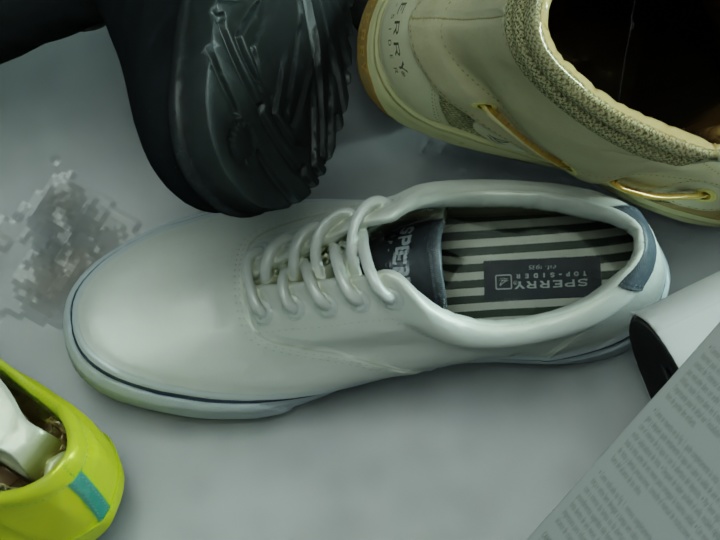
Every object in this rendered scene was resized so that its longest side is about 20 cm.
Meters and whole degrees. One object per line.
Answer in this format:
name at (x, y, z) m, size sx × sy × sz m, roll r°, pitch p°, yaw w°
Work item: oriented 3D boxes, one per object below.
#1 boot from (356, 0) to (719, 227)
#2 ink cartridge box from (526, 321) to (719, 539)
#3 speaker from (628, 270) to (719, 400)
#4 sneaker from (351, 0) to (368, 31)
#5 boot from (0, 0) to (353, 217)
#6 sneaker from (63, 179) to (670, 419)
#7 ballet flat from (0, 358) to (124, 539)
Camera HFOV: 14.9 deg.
boot at (0.114, -0.056, 0.827) m, size 0.199 × 0.155 × 0.073 m, roll 13°, pitch 87°, yaw -19°
ink cartridge box at (0.125, 0.055, 0.735) m, size 0.057 × 0.163 × 0.200 m, roll 43°, pitch 94°, yaw -17°
speaker at (0.186, 0.009, 0.863) m, size 0.199 × 0.081 × 0.082 m, roll -26°, pitch 70°, yaw -5°
sneaker at (0.079, -0.133, 0.928) m, size 0.199 × 0.074 × 0.080 m, roll -26°, pitch 65°, yaw -5°
boot at (-0.089, -0.079, 0.877) m, size 0.167 × 0.077 × 0.201 m, roll -15°, pitch 44°, yaw 23°
sneaker at (0.000, 0.000, 0.884) m, size 0.199 × 0.071 × 0.073 m, roll -8°, pitch 70°, yaw 1°
ballet flat at (-0.162, 0.025, 0.890) m, size 0.199 × 0.067 × 0.067 m, roll 30°, pitch 76°, yaw 14°
